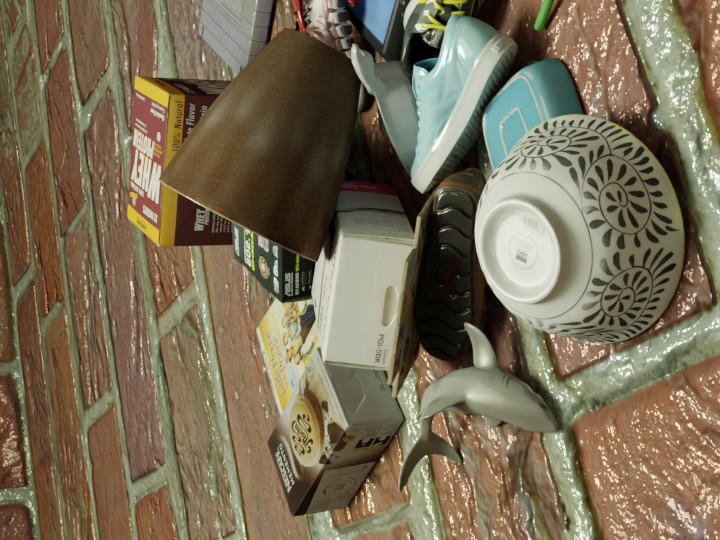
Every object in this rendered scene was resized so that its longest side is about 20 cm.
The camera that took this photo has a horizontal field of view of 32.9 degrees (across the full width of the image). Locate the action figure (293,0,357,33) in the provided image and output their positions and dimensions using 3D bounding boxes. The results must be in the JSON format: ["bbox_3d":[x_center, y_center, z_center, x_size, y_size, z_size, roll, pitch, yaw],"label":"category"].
[{"bbox_3d":[-0.034,-0.307,1.298,0.200,0.065,0.100,-146,39,-73],"label":"action figure"}]

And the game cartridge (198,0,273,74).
[{"bbox_3d":[-0.180,-0.367,1.751,0.200,0.038,0.131,50,130,49],"label":"game cartridge"}]

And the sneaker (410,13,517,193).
[{"bbox_3d":[0.084,-0.168,1.204,0.082,0.074,0.201,40,131,15],"label":"sneaker"}]

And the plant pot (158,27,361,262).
[{"bbox_3d":[-0.083,-0.141,1.266,0.187,0.186,0.201,29,92,58],"label":"plant pot"}]

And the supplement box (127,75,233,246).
[{"bbox_3d":[-0.189,-0.145,1.607,0.133,0.198,0.199,33,120,56],"label":"supplement box"}]

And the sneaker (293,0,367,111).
[{"bbox_3d":[-0.070,-0.269,1.415,0.076,0.115,0.202,-164,56,-75],"label":"sneaker"}]

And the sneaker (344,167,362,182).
[{"bbox_3d":[-0.039,-0.132,1.472,0.140,0.077,0.202,26,124,57],"label":"sneaker"}]

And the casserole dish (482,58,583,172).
[{"bbox_3d":[0.163,-0.101,1.128,0.121,0.039,0.202,-43,56,55],"label":"casserole dish"}]

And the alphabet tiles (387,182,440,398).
[{"bbox_3d":[0.059,0.020,1.239,0.167,0.006,0.202,-55,-25,-62],"label":"alphabet tiles"}]

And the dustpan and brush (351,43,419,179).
[{"bbox_3d":[0.026,-0.179,1.255,0.200,0.057,0.141,77,178,-65],"label":"dustpan and brush"}]

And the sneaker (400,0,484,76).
[{"bbox_3d":[0.093,-0.264,1.190,0.200,0.074,0.085,118,167,-56],"label":"sneaker"}]

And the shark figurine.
[{"bbox_3d":[0.084,0.140,1.207,0.129,0.089,0.214,58,141,2],"label":"shark figurine"}]

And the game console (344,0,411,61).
[{"bbox_3d":[-0.014,-0.343,1.355,0.200,0.117,0.172,55,138,45],"label":"game console"}]

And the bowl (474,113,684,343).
[{"bbox_3d":[0.161,-0.024,1.023,0.200,0.094,0.203,18,116,42],"label":"bowl"}]

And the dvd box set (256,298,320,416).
[{"bbox_3d":[-0.075,0.087,1.591,0.200,0.029,0.147,-53,47,49],"label":"dvd box set"}]

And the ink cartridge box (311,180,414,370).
[{"bbox_3d":[0.000,0.000,1.322,0.200,0.082,0.148,-106,23,-70],"label":"ink cartridge box"}]

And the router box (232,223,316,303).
[{"bbox_3d":[-0.100,-0.083,1.456,0.150,0.062,0.202,40,135,53],"label":"router box"}]

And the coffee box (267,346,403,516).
[{"bbox_3d":[-0.035,0.194,1.472,0.114,0.079,0.201,65,144,34],"label":"coffee box"}]

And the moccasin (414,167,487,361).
[{"bbox_3d":[0.096,-0.004,1.218,0.073,0.078,0.203,9,115,22],"label":"moccasin"}]

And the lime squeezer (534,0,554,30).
[{"bbox_3d":[0.178,-0.314,1.084,0.071,0.037,0.202,27,117,58],"label":"lime squeezer"}]
